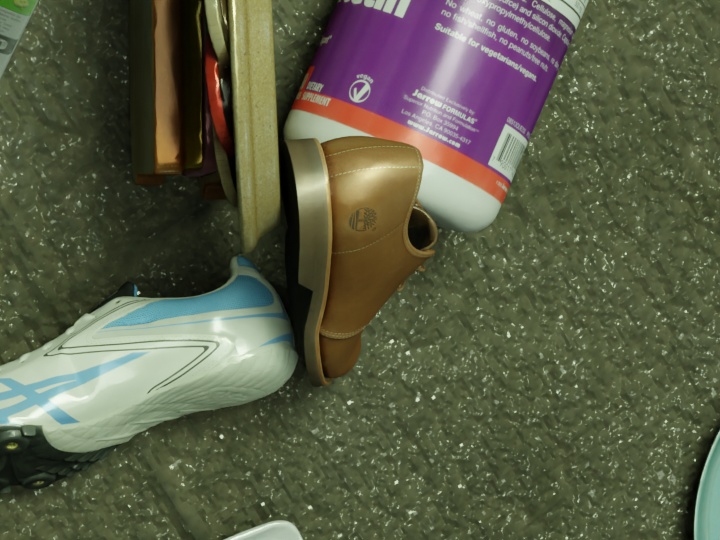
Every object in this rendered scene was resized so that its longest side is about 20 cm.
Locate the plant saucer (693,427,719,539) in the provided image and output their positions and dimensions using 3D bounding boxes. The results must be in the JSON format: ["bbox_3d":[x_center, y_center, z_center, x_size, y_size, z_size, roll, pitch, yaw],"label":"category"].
[{"bbox_3d":[0.262,0.130,1.530,0.199,0.027,0.201,-2,96,-20],"label":"plant saucer"}]

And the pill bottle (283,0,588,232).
[{"bbox_3d":[0.048,-0.127,1.382,0.112,0.112,0.201,24,86,-20],"label":"pill bottle"}]

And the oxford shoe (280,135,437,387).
[{"bbox_3d":[0.000,0.000,1.339,0.071,0.200,0.072,-9,67,-7],"label":"oxford shoe"}]

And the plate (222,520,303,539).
[{"bbox_3d":[-0.099,0.243,1.408,0.199,0.032,0.200,-19,101,-17],"label":"plate"}]

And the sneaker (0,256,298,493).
[{"bbox_3d":[-0.130,0.051,1.368,0.199,0.072,0.073,-18,63,-10],"label":"sneaker"}]

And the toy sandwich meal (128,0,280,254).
[{"bbox_3d":[-0.075,-0.101,1.299,0.070,0.205,0.206,-3,96,-2],"label":"toy sandwich meal"}]

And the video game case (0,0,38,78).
[{"bbox_3d":[-0.206,-0.148,1.254,0.143,0.200,0.018,22,47,-11],"label":"video game case"}]
